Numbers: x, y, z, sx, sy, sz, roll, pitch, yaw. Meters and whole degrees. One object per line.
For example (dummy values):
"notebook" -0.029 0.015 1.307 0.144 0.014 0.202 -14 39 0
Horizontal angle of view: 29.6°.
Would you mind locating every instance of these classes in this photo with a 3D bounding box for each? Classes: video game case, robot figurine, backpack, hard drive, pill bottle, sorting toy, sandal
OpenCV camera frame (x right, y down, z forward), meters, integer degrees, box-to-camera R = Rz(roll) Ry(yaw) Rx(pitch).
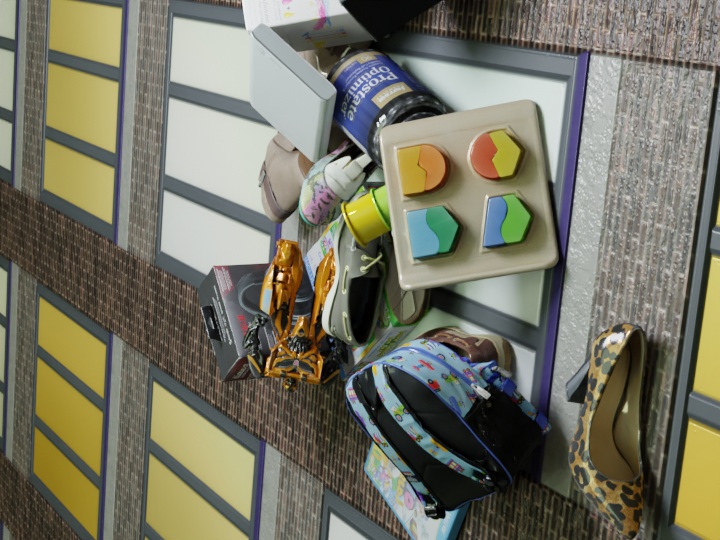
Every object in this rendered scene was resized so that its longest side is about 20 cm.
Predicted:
"video game case" 0.073 0.268 1.774 0.200 0.018 0.144 50 132 45
"robot figurine" -0.079 0.064 1.818 0.058 0.144 0.201 173 106 -84
"backpack" 0.089 0.162 1.552 0.200 0.135 0.183 46 146 -3
"hard drive" -0.091 -0.225 1.768 0.132 0.026 0.200 43 164 9
"pill bottle" 0.042 -0.188 1.706 0.200 0.111 0.112 48 131 46
"sorting toy" 0.120 -0.087 1.548 0.036 0.184 0.201 33 -131 -73
"sandal" 0.071 -0.025 1.734 0.082 0.054 0.201 -44 41 44

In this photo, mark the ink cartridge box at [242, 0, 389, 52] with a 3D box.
"ink cartridge box" -0.048 -0.368 1.765 0.125 0.199 0.129 45 -144 -80

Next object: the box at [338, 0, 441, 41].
"box" 0.050 -0.407 1.598 0.200 0.104 0.183 -29 62 15

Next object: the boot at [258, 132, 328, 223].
"boot" -0.090 -0.122 1.947 0.146 0.070 0.200 -54 34 37

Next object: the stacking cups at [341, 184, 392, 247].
"stacking cups" 0.078 -0.095 1.610 0.199 0.061 0.061 -25 64 12

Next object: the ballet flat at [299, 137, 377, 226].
"ballet flat" -0.015 -0.128 1.756 0.071 0.200 0.069 -29 104 35

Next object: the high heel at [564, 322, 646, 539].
"high heel" 0.268 0.159 1.390 0.143 0.071 0.201 118 146 -49

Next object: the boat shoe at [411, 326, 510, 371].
"boat shoe" 0.099 0.107 1.669 0.200 0.072 0.072 1 93 59

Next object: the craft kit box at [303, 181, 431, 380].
"craft kit box" 0.004 0.016 1.849 0.198 0.048 0.201 -52 50 50

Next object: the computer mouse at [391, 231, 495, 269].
"computer mouse" 0.099 -0.054 1.631 0.200 0.044 0.110 7 77 47

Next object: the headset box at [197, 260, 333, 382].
"headset box" -0.130 0.069 1.921 0.077 0.199 0.149 -51 50 48

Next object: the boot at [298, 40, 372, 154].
"boot" -0.028 -0.264 1.865 0.146 0.070 0.200 -53 57 35

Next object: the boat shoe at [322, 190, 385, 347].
"boat shoe" 0.002 0.000 1.748 0.060 0.072 0.202 29 116 43
